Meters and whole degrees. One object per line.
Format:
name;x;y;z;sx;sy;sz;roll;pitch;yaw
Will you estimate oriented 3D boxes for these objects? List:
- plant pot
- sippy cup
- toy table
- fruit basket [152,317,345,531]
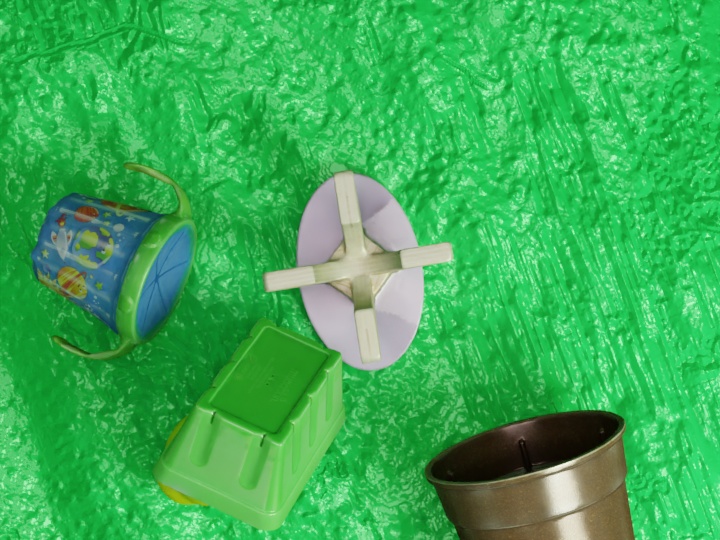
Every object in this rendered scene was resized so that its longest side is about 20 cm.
plant pot;0.182;0.262;1.686;0.200;0.200;0.199;-15;99;2
sippy cup;-0.250;-0.012;1.724;0.130;0.140;0.178;21;52;12
toy table;0.000;0.000;1.717;0.184;0.117;0.200;-21;89;2
fruit basket;-0.117;0.173;1.701;0.155;0.216;0.216;24;91;9
